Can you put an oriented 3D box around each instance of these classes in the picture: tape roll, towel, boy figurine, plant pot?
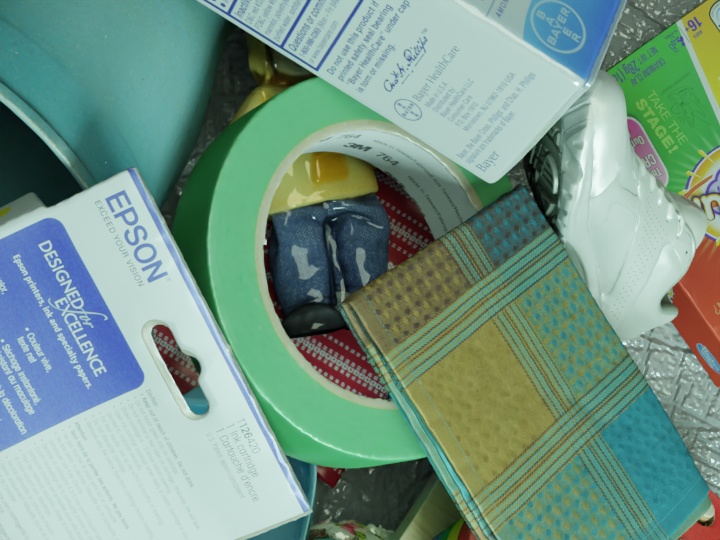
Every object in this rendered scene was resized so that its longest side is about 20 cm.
[{"bbox_3d":[0.000,0.000,0.801,0.199,0.048,0.203,7,76,-30],"label":"tape roll"},{"bbox_3d":[-0.029,0.004,0.897,0.144,0.022,0.201,30,74,-6],"label":"towel"},{"bbox_3d":[-0.021,-0.065,0.868,0.123,0.064,0.202,-6,85,-14],"label":"boy figurine"},{"bbox_3d":[0.089,0.070,0.787,0.146,0.022,0.201,-32,90,-37],"label":"towel"},{"bbox_3d":[-0.163,-0.112,0.810,0.199,0.200,0.189,35,57,-4],"label":"plant pot"}]

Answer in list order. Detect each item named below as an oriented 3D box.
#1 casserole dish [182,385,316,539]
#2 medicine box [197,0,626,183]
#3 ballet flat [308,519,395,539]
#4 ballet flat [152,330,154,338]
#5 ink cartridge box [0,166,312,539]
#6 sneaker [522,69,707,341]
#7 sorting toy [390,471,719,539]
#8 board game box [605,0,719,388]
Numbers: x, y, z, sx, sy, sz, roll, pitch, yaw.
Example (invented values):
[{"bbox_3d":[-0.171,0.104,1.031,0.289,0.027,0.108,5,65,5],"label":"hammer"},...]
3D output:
[{"bbox_3d":[-0.087,0.161,0.822,0.120,0.039,0.202,9,76,18],"label":"casserole dish"},{"bbox_3d":[0.037,-0.181,0.784,0.199,0.103,0.183,31,57,-7],"label":"medicine box"},{"bbox_3d":[0.049,0.198,0.862,0.200,0.076,0.064,43,42,-7],"label":"ballet flat"},{"bbox_3d":[-0.168,0.104,0.811,0.067,0.062,0.202,23,81,-6],"label":"ballet flat"},{"bbox_3d":[-0.152,0.070,0.738,0.198,0.047,0.199,-24,112,2],"label":"ink cartridge box"},{"bbox_3d":[0.146,-0.037,0.866,0.098,0.201,0.078,-15,47,-6],"label":"sneaker"},{"bbox_3d":[0.126,0.170,0.833,0.200,0.070,0.199,43,47,-4],"label":"sorting toy"},{"bbox_3d":[0.226,-0.054,0.960,0.152,0.040,0.201,-35,88,-17],"label":"board game box"}]
